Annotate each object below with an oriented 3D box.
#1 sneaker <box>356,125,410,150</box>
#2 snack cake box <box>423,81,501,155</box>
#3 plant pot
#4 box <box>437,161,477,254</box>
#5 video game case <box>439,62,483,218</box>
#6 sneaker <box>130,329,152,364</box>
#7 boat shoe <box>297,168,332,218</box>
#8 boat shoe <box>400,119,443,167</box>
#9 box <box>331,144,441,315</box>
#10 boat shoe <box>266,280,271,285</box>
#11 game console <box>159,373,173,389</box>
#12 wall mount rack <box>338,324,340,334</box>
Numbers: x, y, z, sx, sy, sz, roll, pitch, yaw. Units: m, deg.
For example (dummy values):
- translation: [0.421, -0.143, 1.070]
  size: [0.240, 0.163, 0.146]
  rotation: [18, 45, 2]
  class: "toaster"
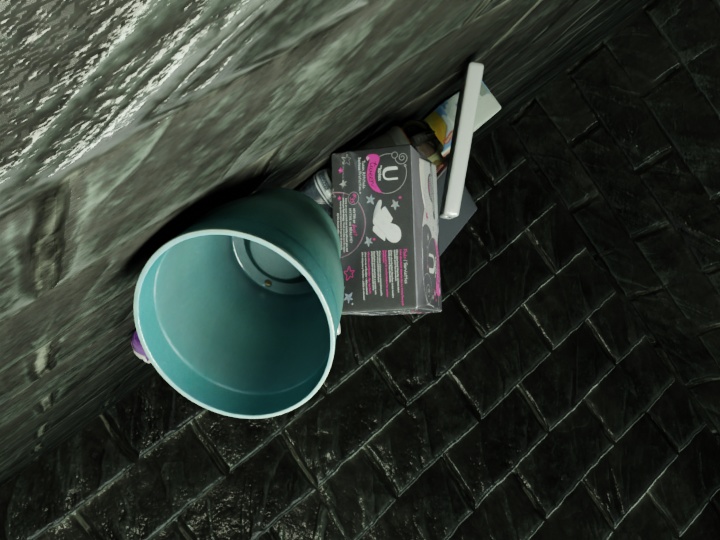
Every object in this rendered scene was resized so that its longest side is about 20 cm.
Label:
- translation: [0.012, -0.137, 1.281]
  size: [0.091, 0.077, 0.201]
  rotation: [-19, 155, -20]
  class: "sneaker"
- translation: [0.143, -0.242, 1.503]
  size: [0.115, 0.068, 0.200]
  rotation: [-39, -179, -32]
  class: "snack cake box"
- translation: [-0.102, 0.010, 0.874]
  size: [0.199, 0.200, 0.189]
  rotation: [-36, -165, 26]
  class: "plant pot"
- translation: [0.082, -0.097, 1.639]
  size: [0.201, 0.124, 0.197]
  rotation: [-49, -150, -22]
  class: "box"
- translation: [0.141, -0.177, 1.221]
  size: [0.182, 0.022, 0.204]
  rotation: [-36, 136, -86]
  class: "video game case"
- translation: [-0.268, 0.096, 1.355]
  size: [0.195, 0.089, 0.081]
  rotation: [-1, -134, 1]
  class: "sneaker"
- translation: [-0.042, -0.073, 1.214]
  size: [0.090, 0.072, 0.200]
  rotation: [-29, 151, 12]
  class: "boat shoe"
- translation: [0.088, -0.200, 1.319]
  size: [0.070, 0.067, 0.201]
  rotation: [-20, -161, 7]
  class: "boat shoe"
- translation: [0.038, -0.046, 1.110]
  size: [0.112, 0.205, 0.132]
  rotation: [-3, 175, 20]
  class: "box"
- translation: [-0.134, 0.042, 1.279]
  size: [0.077, 0.071, 0.201]
  rotation: [104, 14, -47]
  class: "boat shoe"
- translation: [-0.207, 0.054, 1.242]
  size: [0.199, 0.117, 0.176]
  rotation: [-36, 180, 19]
  class: "game console"
- translation: [0.000, 0.000, 1.388]
  size: [0.175, 0.074, 0.200]
  rotation: [-58, 168, 24]
  class: "wall mount rack"
